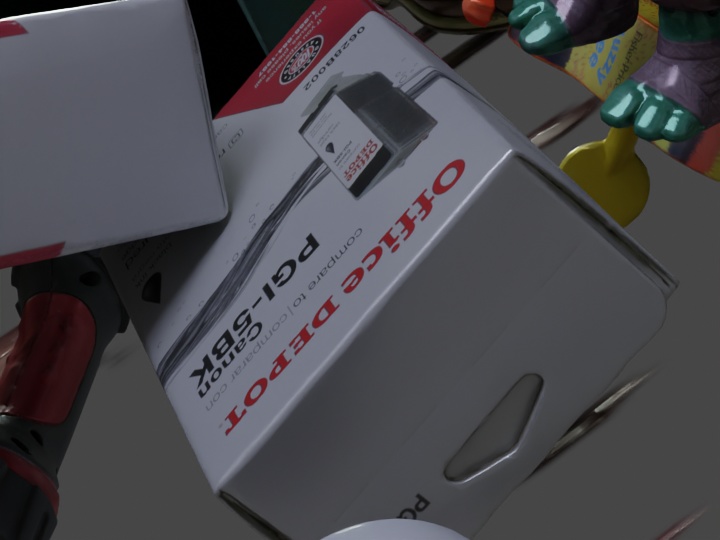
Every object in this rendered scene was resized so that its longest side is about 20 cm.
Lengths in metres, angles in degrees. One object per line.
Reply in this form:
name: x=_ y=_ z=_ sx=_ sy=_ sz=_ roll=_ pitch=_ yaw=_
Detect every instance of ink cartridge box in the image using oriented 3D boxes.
ink cartridge box: x=0.000 y=0.000 z=0.733 sx=0.147 sy=0.083 sz=0.200 roll=-49 pitch=28 yaw=5
ink cartridge box: x=-0.162 y=-0.040 z=0.772 sx=0.147 sy=0.086 sz=0.199 roll=-15 pitch=8 yaw=-33

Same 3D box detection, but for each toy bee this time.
toy bee: x=0.095 y=-0.080 z=0.783 sx=0.200 sy=0.108 sz=0.132 roll=-162 pitch=82 yaw=-66

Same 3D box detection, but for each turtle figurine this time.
turtle figurine: x=0.089 y=-0.150 z=0.646 sx=0.100 sy=0.202 sz=0.150 roll=-5 pitch=34 yaw=-7

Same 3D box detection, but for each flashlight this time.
flashlight: x=-0.133 y=0.045 z=0.836 sx=0.068 sy=0.068 sz=0.201 roll=-40 pitch=23 yaw=36

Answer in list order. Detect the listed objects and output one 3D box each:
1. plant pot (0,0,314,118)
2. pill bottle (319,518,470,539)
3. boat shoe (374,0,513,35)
plant pot: x=-0.087 y=-0.127 z=1.004 sx=0.140 sy=0.142 sz=0.201 roll=-19 pitch=27 yaw=20
pill bottle: x=0.047 y=0.136 z=0.479 sx=0.114 sy=0.115 sz=0.200 roll=-38 pitch=28 yaw=-13
boat shoe: x=0.039 y=-0.161 z=1.007 sx=0.072 sy=0.068 sz=0.200 roll=-40 pitch=30 yaw=-17
